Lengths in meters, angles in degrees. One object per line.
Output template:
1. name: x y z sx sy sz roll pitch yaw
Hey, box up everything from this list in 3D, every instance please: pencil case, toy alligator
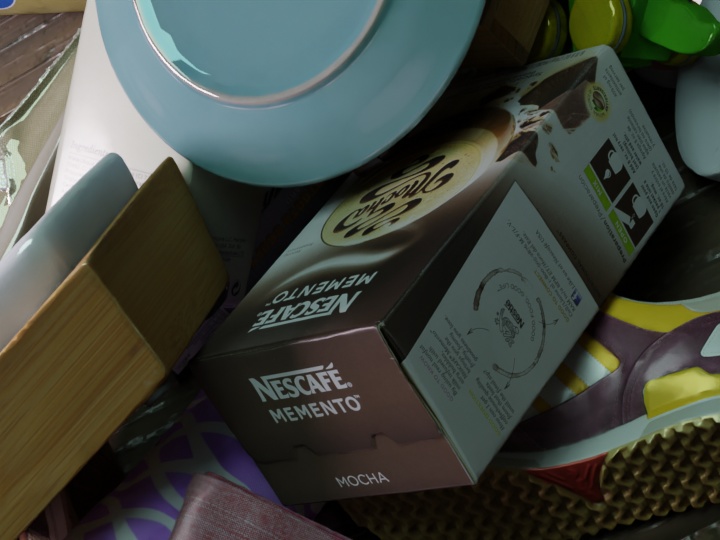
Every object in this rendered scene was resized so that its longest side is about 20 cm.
1. pencil case: -0.081 0.114 0.966 0.085 0.084 0.200 33 58 19
2. toy alligator: 0.093 -0.117 1.025 0.199 0.059 0.055 0 88 54

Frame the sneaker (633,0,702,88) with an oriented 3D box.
1. sneaker: 0.147 -0.191 1.044 0.075 0.105 0.202 4 66 30

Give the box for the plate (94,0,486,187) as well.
1. plate: -0.037 -0.136 0.949 0.199 0.026 0.202 -2 87 31

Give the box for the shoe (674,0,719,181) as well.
1. shoe: 0.210 -0.129 0.993 0.071 0.090 0.202 38 115 55

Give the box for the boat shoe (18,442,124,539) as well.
1. boat shoe: -0.145 0.139 1.041 0.072 0.072 0.201 -24 59 14

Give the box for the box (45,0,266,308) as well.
1. box: -0.081 -0.089 1.027 0.082 0.068 0.202 16 96 31

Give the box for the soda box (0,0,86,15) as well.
1. soda box: -0.177 -0.185 1.253 0.199 0.064 0.068 1 63 31

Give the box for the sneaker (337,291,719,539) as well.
1. sneaker: 0.083 0.060 0.960 0.198 0.075 0.091 -12 49 17

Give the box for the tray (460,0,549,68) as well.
1. tray: 0.007 -0.142 1.050 0.199 0.037 0.099 3 64 44

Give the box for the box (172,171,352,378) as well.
1. box: -0.086 -0.065 1.139 0.200 0.048 0.158 -50 50 -5

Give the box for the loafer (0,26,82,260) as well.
1. loafer: -0.152 -0.049 1.087 0.068 0.076 0.201 21 76 31

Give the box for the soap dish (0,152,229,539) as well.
1. soap dish: -0.143 0.054 0.936 0.200 0.081 0.157 -46 6 17

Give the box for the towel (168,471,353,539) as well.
1. towel: -0.038 0.199 0.905 0.023 0.143 0.201 -25 41 64

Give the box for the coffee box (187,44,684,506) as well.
1. coffee box: 0.035 0.000 0.944 0.112 0.080 0.200 -12 29 43
